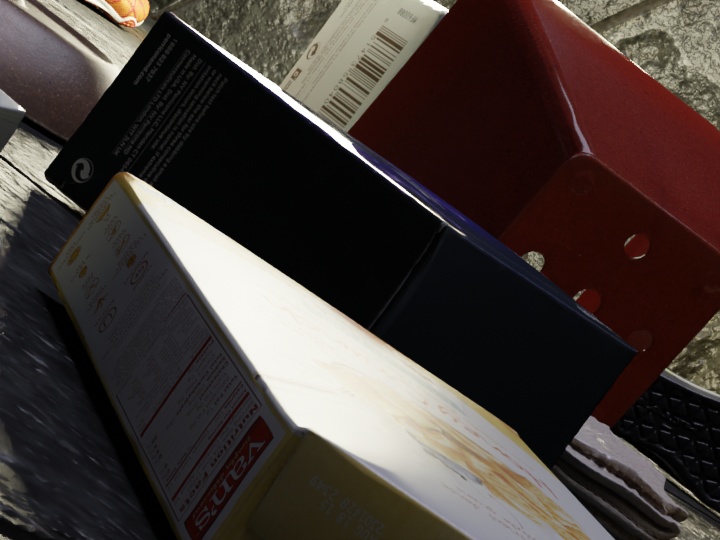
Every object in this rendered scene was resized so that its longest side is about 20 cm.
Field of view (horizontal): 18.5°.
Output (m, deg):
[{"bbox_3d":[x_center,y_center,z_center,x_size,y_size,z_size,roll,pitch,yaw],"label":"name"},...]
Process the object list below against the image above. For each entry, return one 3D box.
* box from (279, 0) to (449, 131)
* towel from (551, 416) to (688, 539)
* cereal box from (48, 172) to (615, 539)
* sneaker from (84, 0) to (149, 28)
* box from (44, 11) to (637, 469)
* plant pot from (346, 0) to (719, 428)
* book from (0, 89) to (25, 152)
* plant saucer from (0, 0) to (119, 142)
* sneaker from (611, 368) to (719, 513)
[{"bbox_3d":[0.042,-0.155,2.152,0.171,0.199,0.200,35,4,-30],"label":"box"},{"bbox_3d":[0.070,0.061,0.998,0.132,0.035,0.200,36,3,-19],"label":"towel"},{"bbox_3d":[0.008,0.051,0.508,0.144,0.040,0.200,35,4,-23],"label":"cereal box"},{"bbox_3d":[-0.249,-0.295,2.199,0.073,0.077,0.200,35,2,15],"label":"sneaker"},{"bbox_3d":[0.000,0.000,0.810,0.141,0.079,0.200,41,6,28],"label":"box"},{"bbox_3d":[0.107,-0.021,1.268,0.200,0.200,0.176,34,15,-25],"label":"plant pot"},{"bbox_3d":[-0.185,-0.088,0.499,0.200,0.048,0.134,39,8,18],"label":"book"},{"bbox_3d":[-0.174,-0.117,0.973,0.200,0.037,0.200,35,4,-3],"label":"plant saucer"},{"bbox_3d":[0.224,0.105,1.570,0.200,0.072,0.083,36,3,-7],"label":"sneaker"}]
